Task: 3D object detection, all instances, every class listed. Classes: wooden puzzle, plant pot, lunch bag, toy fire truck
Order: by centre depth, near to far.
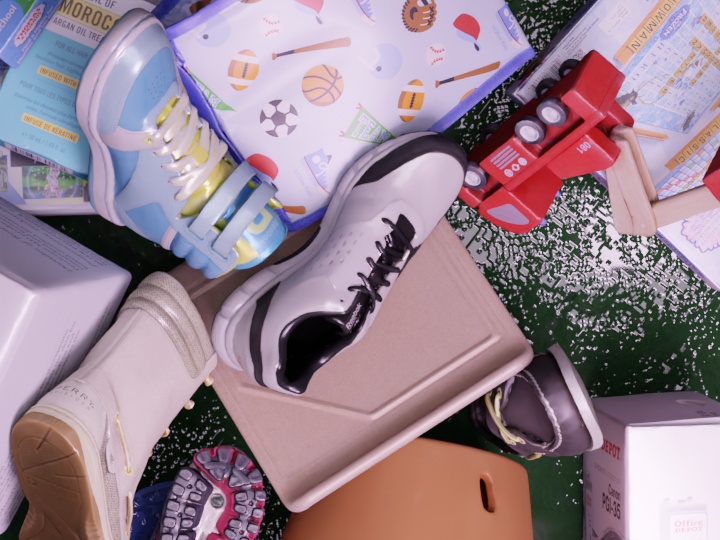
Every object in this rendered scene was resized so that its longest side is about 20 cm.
[{"bbox_3d":[-0.022,-0.147,1.682,0.200,0.124,0.170,-43,115,-16],"label":"lunch bag"},{"bbox_3d":[-0.011,0.034,1.699,0.185,0.037,0.200,-32,63,-1],"label":"wooden puzzle"},{"bbox_3d":[0.165,-0.068,1.714,0.141,0.200,0.049,40,48,-10],"label":"toy fire truck"},{"bbox_3d":[0.032,0.187,1.719,0.199,0.200,0.141,12,77,-8],"label":"plant pot"}]

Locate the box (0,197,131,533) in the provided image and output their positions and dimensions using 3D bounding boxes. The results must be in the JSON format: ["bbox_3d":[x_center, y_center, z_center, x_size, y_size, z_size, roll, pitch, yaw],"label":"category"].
[{"bbox_3d":[-0.286,0.046,1.611,0.200,0.171,0.199,29,101,10],"label":"box"}]

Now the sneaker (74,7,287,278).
[{"bbox_3d":[-0.100,-0.071,1.600,0.130,0.200,0.080,32,67,15],"label":"sneaker"}]

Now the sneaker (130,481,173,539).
[{"bbox_3d":[-0.187,0.209,1.750,0.200,0.078,0.070,-37,97,-24],"label":"sneaker"}]

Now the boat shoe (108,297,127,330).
[{"bbox_3d":[-0.190,0.064,1.737,0.199,0.057,0.067,-16,97,-5],"label":"boat shoe"}]

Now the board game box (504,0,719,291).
[{"bbox_3d":[0.236,-0.125,1.780,0.199,0.041,0.200,43,90,-8],"label":"board game box"}]

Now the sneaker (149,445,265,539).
[{"bbox_3d":[-0.111,0.210,1.706,0.080,0.075,0.200,24,87,-3],"label":"sneaker"}]

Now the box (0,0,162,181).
[{"bbox_3d":[-0.167,-0.163,1.695,0.082,0.049,0.201,22,85,-5],"label":"box"}]

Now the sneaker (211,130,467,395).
[{"bbox_3d":[0.000,0.000,1.640,0.200,0.080,0.074,-48,126,-1],"label":"sneaker"}]

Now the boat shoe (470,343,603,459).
[{"bbox_3d":[0.110,0.090,1.703,0.060,0.201,0.072,-21,89,-4],"label":"boat shoe"}]

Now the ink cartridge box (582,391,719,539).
[{"bbox_3d":[0.199,0.188,1.750,0.082,0.147,0.201,-1,94,-7],"label":"ink cartridge box"}]

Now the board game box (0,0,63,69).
[{"bbox_3d":[-0.254,-0.245,1.675,0.200,0.037,0.151,35,90,18],"label":"board game box"}]

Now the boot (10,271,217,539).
[{"bbox_3d":[-0.150,0.112,1.661,0.072,0.200,0.155,21,51,18],"label":"boot"}]

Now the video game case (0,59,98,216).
[{"bbox_3d":[-0.215,-0.126,1.724,0.199,0.022,0.183,-2,87,-7],"label":"video game case"}]
